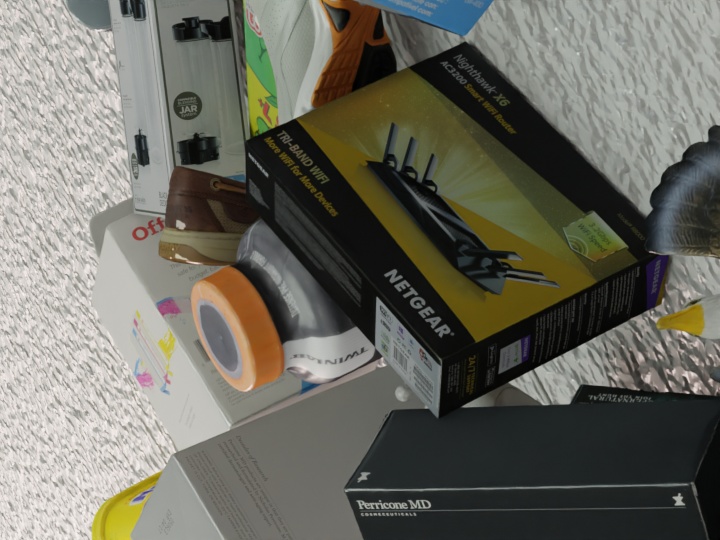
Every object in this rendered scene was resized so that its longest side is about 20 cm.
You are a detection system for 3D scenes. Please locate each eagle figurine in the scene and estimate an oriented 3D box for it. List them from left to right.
[{"bbox_3d":[0.213,0.012,1.324,0.200,0.150,0.152,-79,12,-80],"label":"eagle figurine"}]

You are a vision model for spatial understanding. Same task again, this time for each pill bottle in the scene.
[{"bbox_3d":[0.000,0.000,1.631,0.106,0.200,0.106,47,152,35],"label":"pill bottle"}]

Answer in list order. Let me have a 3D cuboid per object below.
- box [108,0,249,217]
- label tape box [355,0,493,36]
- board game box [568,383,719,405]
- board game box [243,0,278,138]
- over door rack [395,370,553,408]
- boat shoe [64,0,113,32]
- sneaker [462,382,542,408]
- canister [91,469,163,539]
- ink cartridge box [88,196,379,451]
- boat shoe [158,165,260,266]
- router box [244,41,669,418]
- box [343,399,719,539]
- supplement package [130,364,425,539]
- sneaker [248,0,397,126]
[{"bbox_3d":[-0.124,-0.139,1.862,0.117,0.060,0.201,-173,75,-71],"label":"box"},{"bbox_3d":[-0.001,-0.178,1.474,0.200,0.144,0.064,24,96,42],"label":"label tape box"},{"bbox_3d":[0.190,0.156,1.510,0.135,0.028,0.201,4,124,23],"label":"board game box"},{"bbox_3d":[-0.028,-0.091,1.795,0.102,0.047,0.200,46,151,36],"label":"board game box"},{"bbox_3d":[0.083,0.096,1.722,0.200,0.066,0.148,50,154,31],"label":"over door rack"},{"bbox_3d":[-0.189,-0.268,1.934,0.068,0.073,0.200,-92,-11,-84],"label":"boat shoe"},{"bbox_3d":[0.145,0.127,1.580,0.200,0.075,0.100,45,129,-9],"label":"sneaker"},{"bbox_3d":[-0.109,0.187,2.130,0.087,0.148,0.200,65,155,-2],"label":"canister"},{"bbox_3d":[-0.099,0.029,1.967,0.200,0.128,0.125,58,156,18],"label":"ink cartridge box"},{"bbox_3d":[-0.037,-0.041,1.708,0.072,0.199,0.072,6,96,54],"label":"boat shoe"},{"bbox_3d":[0.052,-0.027,1.548,0.200,0.157,0.052,47,152,34],"label":"router box"},{"bbox_3d":[0.110,0.148,1.472,0.199,0.079,0.142,-3,125,27],"label":"box"},{"bbox_3d":[-0.031,0.164,1.847,0.120,0.199,0.121,56,147,19],"label":"supplement package"},{"bbox_3d":[-0.029,-0.141,1.663,0.092,0.076,0.201,18,108,46],"label":"sneaker"}]
